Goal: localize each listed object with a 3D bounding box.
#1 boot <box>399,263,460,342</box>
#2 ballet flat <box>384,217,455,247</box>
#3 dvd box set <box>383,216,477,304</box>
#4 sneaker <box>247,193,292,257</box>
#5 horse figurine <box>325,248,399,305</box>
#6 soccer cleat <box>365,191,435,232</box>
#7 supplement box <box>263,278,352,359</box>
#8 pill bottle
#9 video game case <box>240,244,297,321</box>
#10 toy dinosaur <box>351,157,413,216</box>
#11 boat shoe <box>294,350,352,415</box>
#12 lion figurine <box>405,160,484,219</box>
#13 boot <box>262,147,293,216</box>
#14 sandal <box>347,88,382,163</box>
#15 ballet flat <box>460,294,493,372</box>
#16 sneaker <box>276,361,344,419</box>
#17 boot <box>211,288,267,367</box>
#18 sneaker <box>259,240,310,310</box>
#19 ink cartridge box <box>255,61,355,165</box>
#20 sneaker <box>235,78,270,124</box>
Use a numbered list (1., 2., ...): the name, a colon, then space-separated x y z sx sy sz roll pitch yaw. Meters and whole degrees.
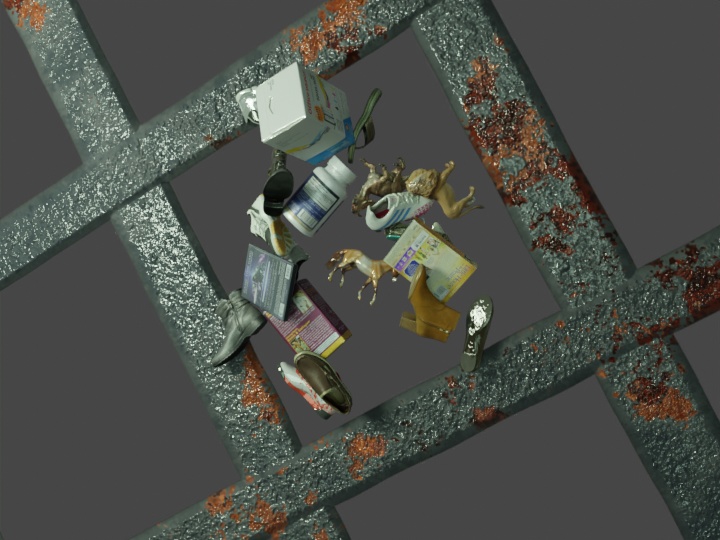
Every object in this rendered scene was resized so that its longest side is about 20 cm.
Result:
1. boot: 0.187 0.085 1.369 0.141 0.071 0.204 15 122 3
2. ballet flat: 0.161 -0.098 1.394 0.196 0.068 0.077 15 78 10
3. dvd box set: 0.175 -0.021 1.366 0.199 0.029 0.147 36 123 -1
4. sneaker: -0.243 -0.104 1.431 0.087 0.075 0.202 -37 56 20
5. horse figurine: 0.000 0.000 1.421 0.198 0.050 0.134 29 84 13
6. soccer cleat: 0.104 -0.165 1.361 0.197 0.087 0.070 -27 58 -9
7. supplement box: -0.137 0.142 1.423 0.131 0.103 0.201 -40 86 10
8. pill bottle: -0.103 -0.196 1.404 0.111 0.111 0.200 43 97 5
9. video game case: -0.236 0.028 1.375 0.198 0.019 0.146 23 105 43
10. toy dinosaur: 0.063 -0.214 1.392 0.196 0.086 0.138 -5 115 -13
11. boat shoe: -0.087 0.283 1.351 0.075 0.075 0.202 -41 109 9
12. lion figurine: 0.212 -0.188 1.347 0.200 0.072 0.123 45 86 -12
13. boot: -0.208 -0.251 1.356 0.068 0.200 0.177 10 63 -17
14. sandal: 0.017 -0.370 1.400 0.057 0.080 0.204 25 95 -7
15. ballet flat: 0.303 0.163 1.390 0.067 0.046 0.204 10 88 39
16. sneaker: -0.122 0.291 1.446 0.201 0.067 0.108 45 96 1
17. boot: -0.361 0.156 1.484 0.132 0.070 0.200 44 86 8
18. sneaker: -0.208 0.022 1.441 0.081 0.075 0.202 31 95 12
19. ink cartridge box: -0.135 -0.378 1.325 0.143 0.199 0.150 -20 73 31
20. sneaker: -0.230 -0.444 1.442 0.196 0.075 0.118 -14 94 19
